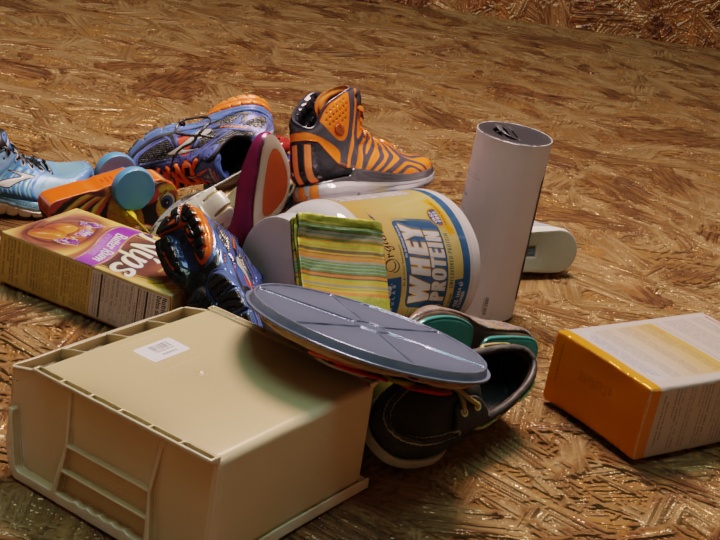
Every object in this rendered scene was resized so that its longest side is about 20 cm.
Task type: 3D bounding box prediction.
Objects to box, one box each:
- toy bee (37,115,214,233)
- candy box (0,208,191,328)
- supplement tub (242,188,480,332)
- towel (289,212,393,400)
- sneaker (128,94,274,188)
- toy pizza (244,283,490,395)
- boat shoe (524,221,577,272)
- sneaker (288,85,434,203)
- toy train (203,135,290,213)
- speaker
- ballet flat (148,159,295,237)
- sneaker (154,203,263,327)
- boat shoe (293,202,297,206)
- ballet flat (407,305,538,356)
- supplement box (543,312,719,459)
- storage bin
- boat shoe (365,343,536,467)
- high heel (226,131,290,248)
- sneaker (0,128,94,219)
[{"bbox_3d":[-0.238,-0.072,1.437,0.200,0.109,0.131,-17,32,-2],"label":"toy bee"},{"bbox_3d":[-0.232,0.002,1.276,0.200,0.057,0.117,20,22,21],"label":"candy box"},{"bbox_3d":[0.000,0.000,1.263,0.200,0.145,0.145,-10,28,-42],"label":"supplement tub"},{"bbox_3d":[-0.010,0.045,1.129,0.086,0.018,0.200,3,66,-22],"label":"towel"},{"bbox_3d":[-0.186,-0.129,1.512,0.200,0.075,0.079,-29,52,-1],"label":"sneaker"},{"bbox_3d":[0.003,0.057,1.030,0.200,0.032,0.200,18,9,-3],"label":"toy pizza"},{"bbox_3d":[0.153,-0.031,1.546,0.200,0.070,0.071,4,10,-26],"label":"boat shoe"},{"bbox_3d":[0.004,-0.131,1.340,0.077,0.112,0.200,-5,4,37],"label":"sneaker"},{"bbox_3d":[-0.085,-0.083,1.547,0.116,0.085,0.200,-20,35,-36],"label":"toy train"},{"bbox_3d":[0.140,-0.052,1.385,0.081,0.200,0.081,9,21,-3],"label":"speaker"},{"bbox_3d":[-0.141,-0.070,1.407,0.072,0.072,0.200,27,45,37],"label":"ballet flat"},{"bbox_3d":[-0.113,0.025,1.177,0.078,0.075,0.200,16,43,-46],"label":"sneaker"},{"bbox_3d":[-0.031,-0.077,1.447,0.060,0.072,0.201,7,25,-16],"label":"boat shoe"},{"bbox_3d":[0.083,0.067,1.219,0.067,0.068,0.200,22,3,42],"label":"ballet flat"},{"bbox_3d":[0.287,0.103,1.229,0.200,0.074,0.126,-4,25,-34],"label":"supplement box"},{"bbox_3d":[-0.123,0.114,0.980,0.198,0.094,0.200,21,23,29],"label":"storage bin"},{"bbox_3d":[0.077,0.104,1.099,0.072,0.061,0.201,54,35,13],"label":"boat shoe"},{"bbox_3d":[-0.125,-0.056,1.286,0.096,0.200,0.067,24,36,21],"label":"high heel"},{"bbox_3d":[-0.378,-0.108,1.446,0.200,0.090,0.078,-6,26,-38],"label":"sneaker"}]
